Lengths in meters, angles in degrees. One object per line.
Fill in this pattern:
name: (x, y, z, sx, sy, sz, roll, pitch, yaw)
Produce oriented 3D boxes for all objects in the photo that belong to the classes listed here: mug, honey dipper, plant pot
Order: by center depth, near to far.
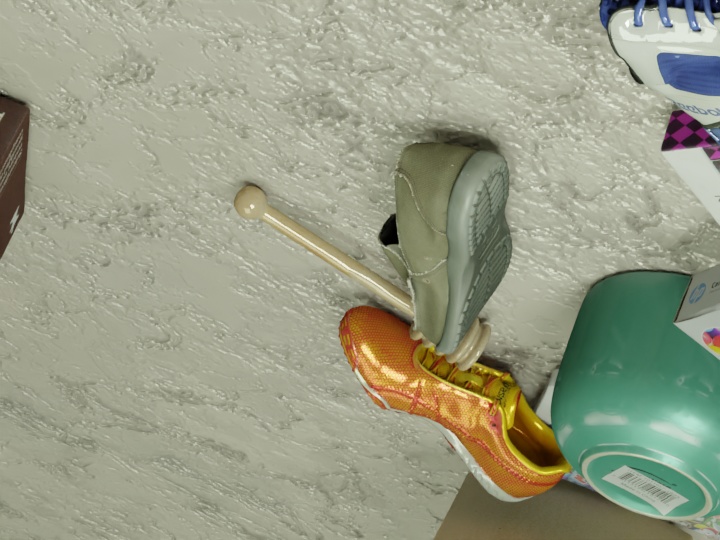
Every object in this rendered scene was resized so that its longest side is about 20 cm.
mug: (0.212, 0.091, 1.374, 0.184, 0.115, 0.152, 6, 148, 30)
honey dipper: (0.000, 0.000, 1.465, 0.199, 0.038, 0.038, 34, 151, -12)
plant pot: (0.151, 0.271, 1.601, 0.176, 0.200, 0.201, 6, 108, 12)

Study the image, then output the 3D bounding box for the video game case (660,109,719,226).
video game case: (0.292, -0.033, 1.178, 0.199, 0.036, 0.181, -4, 143, 41)

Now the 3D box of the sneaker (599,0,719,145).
sneaker: (0.181, -0.126, 1.047, 0.114, 0.081, 0.199, 24, 154, -8)

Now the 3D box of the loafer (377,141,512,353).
loafer: (0.052, -0.021, 1.357, 0.069, 0.075, 0.201, 27, 150, 16)

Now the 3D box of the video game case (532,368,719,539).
video game case: (0.217, 0.142, 1.567, 0.199, 0.018, 0.143, 22, 153, 3)

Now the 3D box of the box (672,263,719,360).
box: (0.296, 0.035, 1.202, 0.156, 0.041, 0.200, 36, 149, -16)

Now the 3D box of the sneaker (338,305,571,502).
sneaker: (0.071, 0.083, 1.525, 0.199, 0.073, 0.077, 36, 133, -17)

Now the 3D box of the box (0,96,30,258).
box: (-0.353, -0.049, 1.492, 0.199, 0.167, 0.164, 22, 152, 0)
